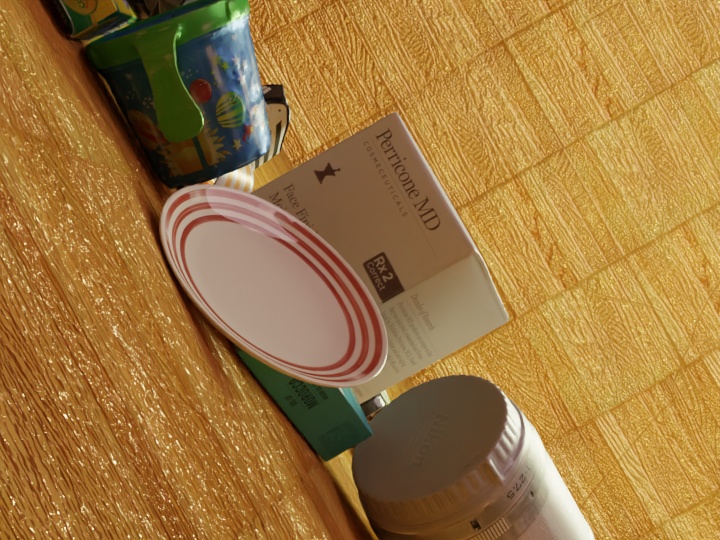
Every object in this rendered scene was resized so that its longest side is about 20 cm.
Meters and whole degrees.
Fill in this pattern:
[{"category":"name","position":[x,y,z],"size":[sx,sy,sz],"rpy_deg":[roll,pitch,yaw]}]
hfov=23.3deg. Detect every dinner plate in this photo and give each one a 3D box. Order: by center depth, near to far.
[{"category":"dinner plate","position":[-0.066,0.014,1.278],"size":[0.199,0.024,0.201],"rpy_deg":[30,30,-20]}]

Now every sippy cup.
[{"category":"sippy cup","position":[-0.135,-0.141,1.392],"size":[0.178,0.139,0.131],"rpy_deg":[-34,108,-48]}]

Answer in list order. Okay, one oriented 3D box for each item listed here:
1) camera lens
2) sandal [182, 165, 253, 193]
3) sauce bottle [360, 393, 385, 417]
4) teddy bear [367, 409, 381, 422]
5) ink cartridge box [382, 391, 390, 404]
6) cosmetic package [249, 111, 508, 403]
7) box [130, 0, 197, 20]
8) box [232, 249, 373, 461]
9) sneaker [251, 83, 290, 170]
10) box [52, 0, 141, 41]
[{"category":"camera lens","position":[0.099,0.210,1.486],"size":[0.201,0.159,0.160],"rpy_deg":[59,3,-31]},{"category":"sandal","position":[-0.126,-0.085,1.584],"size":[0.080,0.059,0.207],"rpy_deg":[61,2,23]},{"category":"sauce bottle","position":[-0.041,0.054,1.707],"size":[0.201,0.066,0.066],"rpy_deg":[61,2,1]},{"category":"teddy bear","position":[0.034,0.197,1.772],"size":[0.201,0.067,0.145],"rpy_deg":[54,-3,3]},{"category":"ink cartridge box","position":[-0.039,0.057,1.928],"size":[0.201,0.048,0.146],"rpy_deg":[65,5,32]},{"category":"cosmetic package","position":[0.000,0.000,1.566],"size":[0.166,0.199,0.165],"rpy_deg":[61,2,28]},{"category":"box","position":[-0.209,-0.295,1.512],"size":[0.201,0.048,0.158],"rpy_deg":[60,-29,1]},{"category":"box","position":[-0.055,0.070,1.392],"size":[0.083,0.049,0.200],"rpy_deg":[62,3,36]},{"category":"sneaker","position":[-0.139,-0.178,1.714],"size":[0.201,0.115,0.076],"rpy_deg":[58,3,-42]},{"category":"box","position":[-0.232,-0.245,1.397],"size":[0.118,0.048,0.200],"rpy_deg":[61,4,-6]}]
